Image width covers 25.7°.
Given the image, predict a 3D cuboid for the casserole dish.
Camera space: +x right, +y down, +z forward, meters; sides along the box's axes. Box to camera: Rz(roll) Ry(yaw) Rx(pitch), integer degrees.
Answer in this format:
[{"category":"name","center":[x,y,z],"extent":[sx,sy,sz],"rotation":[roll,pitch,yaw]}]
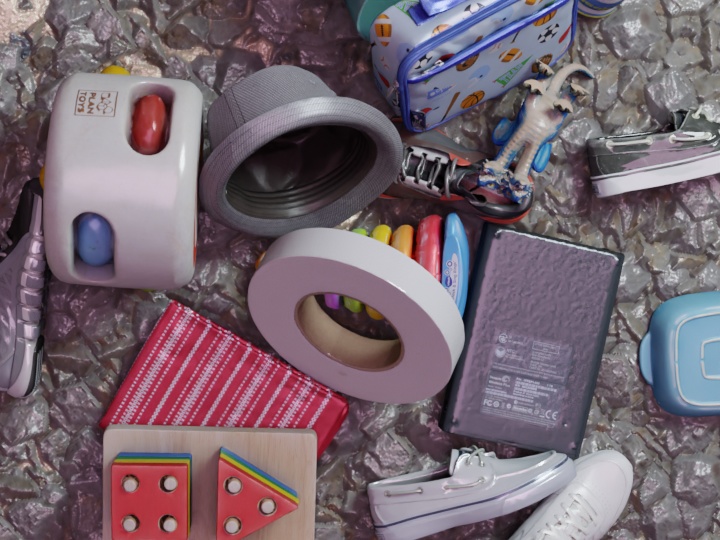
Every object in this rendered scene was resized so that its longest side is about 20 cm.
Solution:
[{"category":"casserole dish","center":[0.370,0.080,1.524],"extent":[0.198,0.039,0.122],"rotation":[-4,95,-7]}]

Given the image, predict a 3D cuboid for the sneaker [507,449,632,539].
[{"category":"sneaker","center":[0.189,0.255,1.485],"extent":[0.075,0.100,0.200],"rotation":[44,87,-5]}]

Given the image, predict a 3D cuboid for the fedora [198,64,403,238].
[{"category":"fedora","center":[-0.064,-0.114,1.390],"extent":[0.177,0.199,0.091],"rotation":[-39,61,25]}]

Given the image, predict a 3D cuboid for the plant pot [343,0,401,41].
[{"category":"plant pot","center":[0.044,-0.326,1.387],"extent":[0.199,0.201,0.162],"rotation":[-30,77,-4]}]

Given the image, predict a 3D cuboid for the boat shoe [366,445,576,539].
[{"category":"boat shoe","center":[0.101,0.198,1.478],"extent":[0.198,0.074,0.067],"rotation":[-20,93,1]}]

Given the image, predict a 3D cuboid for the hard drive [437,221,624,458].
[{"category":"hard drive","center":[0.163,0.066,1.500],"extent":[0.138,0.033,0.202],"rotation":[12,93,-9]}]

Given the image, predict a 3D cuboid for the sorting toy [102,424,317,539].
[{"category":"sorting toy","center":[-0.140,0.250,1.448],"extent":[0.197,0.070,0.202],"rotation":[1,98,-2]}]

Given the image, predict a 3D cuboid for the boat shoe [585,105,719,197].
[{"category":"boat shoe","center":[0.311,-0.121,1.488],"extent":[0.198,0.071,0.064],"rotation":[-13,96,-4]}]

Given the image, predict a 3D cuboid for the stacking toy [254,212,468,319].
[{"category":"stacking toy","center":[0.000,0.000,1.457],"extent":[0.198,0.110,0.117],"rotation":[4,93,5]}]

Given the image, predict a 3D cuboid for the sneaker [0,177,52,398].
[{"category":"sneaker","center":[-0.339,0.012,1.424],"extent":[0.114,0.075,0.202],"rotation":[7,94,-4]}]

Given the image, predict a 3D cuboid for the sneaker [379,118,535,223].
[{"category":"sneaker","center":[0.072,-0.095,1.456],"extent":[0.198,0.082,0.078],"rotation":[12,93,-5]}]

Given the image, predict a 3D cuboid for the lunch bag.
[{"category":"lunch bag","center":[0.100,-0.210,1.409],"extent":[0.199,0.160,0.076],"rotation":[-30,70,-9]}]

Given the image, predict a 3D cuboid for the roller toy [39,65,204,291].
[{"category":"roller toy","center":[-0.210,-0.080,1.376],"extent":[0.138,0.182,0.202],"rotation":[4,93,-4]}]

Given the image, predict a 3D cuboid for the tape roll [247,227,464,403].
[{"category":"tape roll","center":[-0.005,0.044,1.408],"extent":[0.202,0.203,0.037],"rotation":[32,55,-7]}]

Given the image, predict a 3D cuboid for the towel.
[{"category":"towel","center":[-0.126,0.135,1.477],"extent":[0.199,0.022,0.145],"rotation":[31,96,-6]}]

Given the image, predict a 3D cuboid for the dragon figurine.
[{"category":"dragon figurine","center":[0.158,-0.131,1.440],"extent":[0.059,0.200,0.100],"rotation":[31,121,1]}]

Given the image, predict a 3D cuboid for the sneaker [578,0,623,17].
[{"category":"sneaker","center":[0.238,-0.338,1.460],"extent":[0.073,0.082,0.202],"rotation":[5,91,-5]}]
